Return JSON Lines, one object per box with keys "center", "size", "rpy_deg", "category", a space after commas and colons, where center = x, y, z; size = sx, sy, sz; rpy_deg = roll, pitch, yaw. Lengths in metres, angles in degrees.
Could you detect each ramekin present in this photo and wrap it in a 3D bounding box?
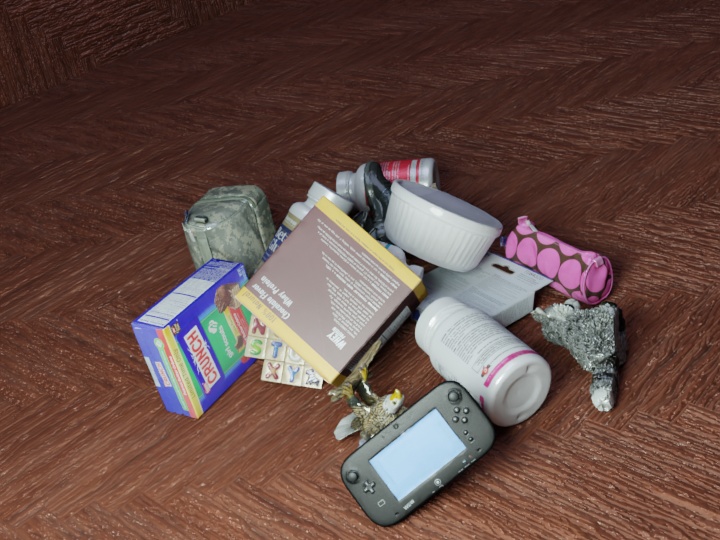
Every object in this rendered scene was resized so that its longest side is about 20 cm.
{"center": [0.131, -0.073, 1.594], "size": [0.201, 0.095, 0.202], "rpy_deg": [22, 14, -6], "category": "ramekin"}

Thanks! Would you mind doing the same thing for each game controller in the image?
{"center": [0.073, 0.232, 1.189], "size": [0.200, 0.042, 0.105], "rpy_deg": [-40, 72, 6], "category": "game controller"}

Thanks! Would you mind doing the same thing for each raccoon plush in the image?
{"center": [0.309, 0.113, 1.375], "size": [0.133, 0.097, 0.200], "rpy_deg": [-5, 30, 27], "category": "raccoon plush"}

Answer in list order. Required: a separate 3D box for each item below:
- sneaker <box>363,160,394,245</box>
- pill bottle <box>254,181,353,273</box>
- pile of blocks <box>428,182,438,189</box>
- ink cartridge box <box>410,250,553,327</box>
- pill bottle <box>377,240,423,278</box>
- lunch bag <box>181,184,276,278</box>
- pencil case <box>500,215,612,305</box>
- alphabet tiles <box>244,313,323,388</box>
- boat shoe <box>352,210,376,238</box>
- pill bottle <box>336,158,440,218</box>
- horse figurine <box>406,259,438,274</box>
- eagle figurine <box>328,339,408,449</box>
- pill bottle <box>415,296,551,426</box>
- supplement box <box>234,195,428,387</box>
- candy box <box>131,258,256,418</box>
{"center": [0.056, -0.126, 1.795], "size": [0.081, 0.073, 0.201], "rpy_deg": [-16, 62, 3], "category": "sneaker"}
{"center": [-0.095, -0.051, 1.664], "size": [0.201, 0.111, 0.111], "rpy_deg": [-60, 37, 5], "category": "pill bottle"}
{"center": [0.141, -0.082, 1.768], "size": [0.062, 0.082, 0.201], "rpy_deg": [-23, 44, 10], "category": "pile of blocks"}
{"center": [0.187, 0.042, 1.579], "size": [0.199, 0.044, 0.196], "rpy_deg": [-25, 31, -25], "category": "ink cartridge box"}
{"center": [0.000, 0.000, 1.547], "size": [0.199, 0.111, 0.111], "rpy_deg": [18, 36, 10], "category": "pill bottle"}
{"center": [-0.240, -0.041, 1.710], "size": [0.138, 0.201, 0.168], "rpy_deg": [-1, 30, 18], "category": "lunch bag"}
{"center": [0.331, -0.019, 1.578], "size": [0.090, 0.094, 0.200], "rpy_deg": [-10, 26, -35], "category": "pencil case"}
{"center": [-0.093, 0.081, 1.487], "size": [0.165, 0.201, 0.006], "rpy_deg": [7, -9, 11], "category": "alphabet tiles"}
{"center": [-0.024, -0.056, 1.765], "size": [0.070, 0.064, 0.200], "rpy_deg": [-24, 13, 27], "category": "boat shoe"}
{"center": [0.057, -0.165, 1.905], "size": [0.199, 0.113, 0.112], "rpy_deg": [-3, 31, 14], "category": "pill bottle"}
{"center": [0.041, 0.009, 1.679], "size": [0.199, 0.050, 0.132], "rpy_deg": [-22, 25, -21], "category": "horse figurine"}
{"center": [0.054, 0.208, 1.288], "size": [0.200, 0.151, 0.152], "rpy_deg": [36, 90, 12], "category": "eagle figurine"}
{"center": [0.171, 0.124, 1.356], "size": [0.113, 0.114, 0.200], "rpy_deg": [-24, 38, -21], "category": "pill bottle"}
{"center": [-0.040, 0.037, 1.414], "size": [0.197, 0.133, 0.200], "rpy_deg": [41, 87, 14], "category": "supplement box"}
{"center": [-0.248, 0.104, 1.496], "size": [0.077, 0.170, 0.200], "rpy_deg": [6, 35, 35], "category": "candy box"}
